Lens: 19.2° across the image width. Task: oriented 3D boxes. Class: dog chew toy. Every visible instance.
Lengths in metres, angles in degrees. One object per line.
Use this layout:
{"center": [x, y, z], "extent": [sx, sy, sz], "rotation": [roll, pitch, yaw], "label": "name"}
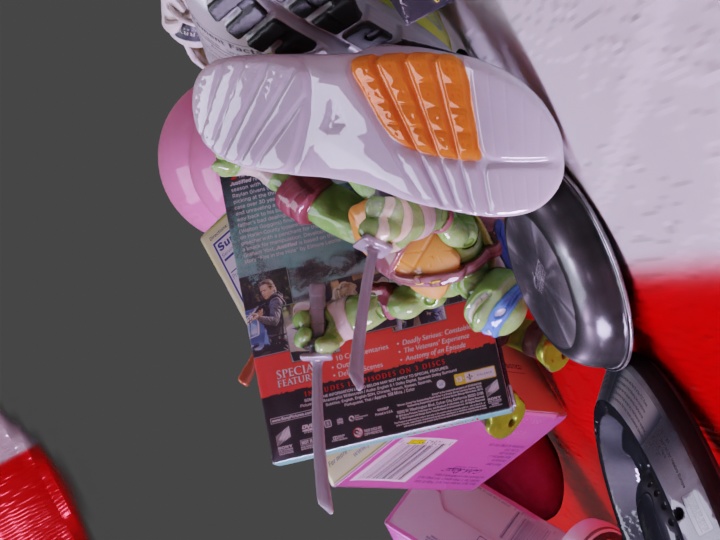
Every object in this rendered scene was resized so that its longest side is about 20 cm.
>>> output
{"center": [-0.073, -0.079, 1.519], "extent": [0.125, 0.124, 0.200], "rotation": [63, 167, -13], "label": "dog chew toy"}

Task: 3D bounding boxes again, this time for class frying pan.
{"center": [0.089, -0.035, 1.084], "extent": [0.191, 0.031, 0.115], "rotation": [67, 166, 4], "label": "frying pan"}

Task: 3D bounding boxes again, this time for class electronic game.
{"center": [0.169, 0.138, 1.099], "extent": [0.200, 0.041, 0.201], "rotation": [160, 90, -85], "label": "electronic game"}

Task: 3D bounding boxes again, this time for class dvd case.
{"center": [0.000, 0.000, 1.235], "extent": [0.022, 0.145, 0.202], "rotation": [42, -145, -76], "label": "dvd case"}

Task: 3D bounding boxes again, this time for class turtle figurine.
{"center": [-0.016, -0.012, 1.157], "extent": [0.194, 0.200, 0.144], "rotation": [46, 177, 18], "label": "turtle figurine"}
{"center": [0.036, 0.036, 1.276], "extent": [0.161, 0.200, 0.065], "rotation": [33, 152, 26], "label": "turtle figurine"}

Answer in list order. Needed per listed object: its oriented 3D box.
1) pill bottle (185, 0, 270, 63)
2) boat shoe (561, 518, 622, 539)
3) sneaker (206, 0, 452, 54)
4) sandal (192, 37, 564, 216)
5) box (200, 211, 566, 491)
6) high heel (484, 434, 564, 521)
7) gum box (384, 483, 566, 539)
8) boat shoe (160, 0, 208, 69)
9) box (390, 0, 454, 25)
{"center": [-0.050, -0.175, 1.272], "extent": [0.115, 0.114, 0.200], "rotation": [59, 173, 29], "label": "pill bottle"}
{"center": [0.191, 0.254, 1.409], "extent": [0.066, 0.070, 0.201], "rotation": [14, 130, 55], "label": "boat shoe"}
{"center": [-0.022, -0.155, 1.107], "extent": [0.200, 0.078, 0.091], "rotation": [42, -146, -39], "label": "sneaker"}
{"center": [0.013, -0.083, 1.075], "extent": [0.059, 0.205, 0.080], "rotation": [-35, -49, -55], "label": "sandal"}
{"center": [0.016, 0.038, 1.419], "extent": [0.175, 0.097, 0.201], "rotation": [10, -134, -57], "label": "box"}
{"center": [0.093, 0.091, 1.567], "extent": [0.096, 0.067, 0.201], "rotation": [71, 178, -47], "label": "high heel"}
{"center": [0.123, 0.228, 1.526], "extent": [0.199, 0.066, 0.114], "rotation": [30, 160, 29], "label": "gum box"}
{"center": [-0.101, -0.181, 1.390], "extent": [0.200, 0.070, 0.070], "rotation": [89, -165, -76], "label": "boat shoe"}
{"center": [-0.021, -0.245, 0.984], "extent": [0.201, 0.049, 0.199], "rotation": [60, 177, 32], "label": "box"}
